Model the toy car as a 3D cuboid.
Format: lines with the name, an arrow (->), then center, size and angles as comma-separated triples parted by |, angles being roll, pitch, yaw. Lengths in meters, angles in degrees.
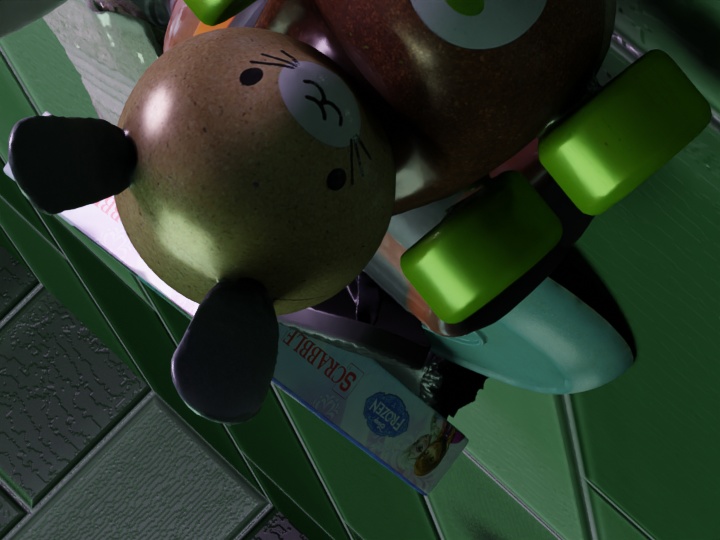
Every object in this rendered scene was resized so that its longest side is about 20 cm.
toy car -> -0.019, -0.044, 0.796 | 0.164, 0.200, 0.158 | 50, 136, 0

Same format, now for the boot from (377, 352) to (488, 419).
boot -> -0.004, 0.005, 1.399 | 0.162, 0.073, 0.198 | 44, 177, 19

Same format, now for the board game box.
board game box -> -0.062, 0.019, 1.299 | 0.199, 0.041, 0.200 | 36, 176, 37

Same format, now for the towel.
towel -> -0.097, -0.082, 1.198 | 0.200, 0.034, 0.133 | 33, 153, 58

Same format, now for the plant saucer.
plant saucer -> 0.036, 0.011, 1.220 | 0.199, 0.028, 0.200 | 26, 169, 6

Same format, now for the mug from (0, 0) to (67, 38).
mug -> -0.175, -0.201, 1.080 | 0.176, 0.147, 0.200 | 50, 179, 10

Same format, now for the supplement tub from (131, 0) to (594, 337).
supplement tub -> -0.003, -0.074, 0.979 | 0.200, 0.107, 0.107 | 42, 170, 17

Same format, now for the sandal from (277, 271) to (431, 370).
sandal -> 0.000, 0.000, 1.045 | 0.075, 0.045, 0.200 | 21, -170, 1
